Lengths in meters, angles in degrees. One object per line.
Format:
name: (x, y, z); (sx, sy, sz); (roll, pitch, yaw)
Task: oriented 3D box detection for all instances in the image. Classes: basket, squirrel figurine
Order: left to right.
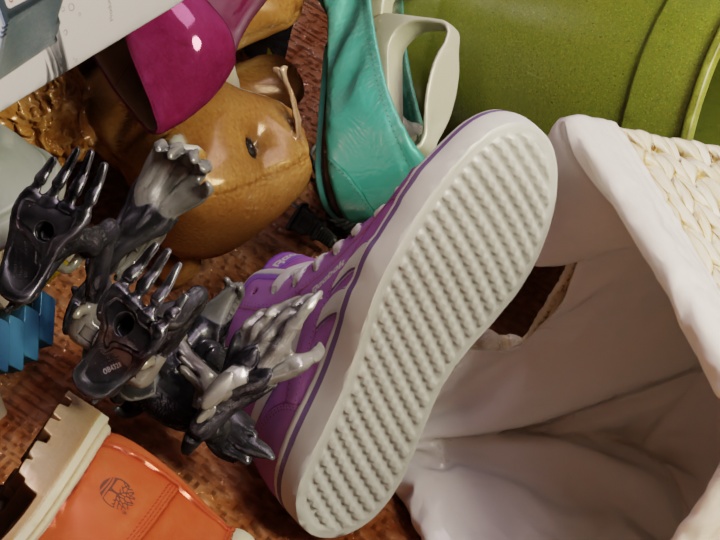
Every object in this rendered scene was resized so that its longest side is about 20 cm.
squirrel figurine: (-0.117, -0.081, 1.256); (0.200, 0.142, 0.187); (-7, 55, -19)
basket: (0.138, 0.072, 1.133); (0.161, 0.198, 0.200); (6, 38, -32)

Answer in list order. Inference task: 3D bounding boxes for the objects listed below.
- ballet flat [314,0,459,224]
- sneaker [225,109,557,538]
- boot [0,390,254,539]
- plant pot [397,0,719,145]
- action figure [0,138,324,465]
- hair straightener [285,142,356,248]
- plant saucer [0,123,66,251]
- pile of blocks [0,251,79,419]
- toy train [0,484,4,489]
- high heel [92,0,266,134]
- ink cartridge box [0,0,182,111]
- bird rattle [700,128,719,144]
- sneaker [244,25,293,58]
ballet flat: (0.012, -0.118, 1.264); (0.070, 0.067, 0.200); (-10, 69, 16)
sneaker: (-0.001, 0.000, 1.135); (0.073, 0.201, 0.114); (16, 24, -38)
boot: (-0.108, 0.144, 0.975); (0.107, 0.075, 0.200); (35, 50, -6)
plant pot: (0.125, -0.093, 1.303); (0.193, 0.201, 0.200); (21, 28, 33)
action figure: (-0.073, 0.015, 1.083); (0.119, 0.102, 0.200); (44, -1, 15)
hair straightener: (0.004, -0.030, 1.314); (0.077, 0.041, 0.200); (19, 35, -11)
plant saucer: (-0.221, -0.036, 1.084); (0.200, 0.050, 0.200); (-8, 20, 3)
pile of blocks: (-0.182, 0.025, 1.124); (0.062, 0.082, 0.200); (-10, 13, 25)
toy train: (-0.080, 0.121, 1.074); (0.200, 0.034, 0.046); (17, 25, -12)
high heel: (-0.139, -0.143, 1.171); (0.200, 0.067, 0.096); (30, 59, 6)
ink cartridge box: (-0.188, -0.113, 1.068); (0.146, 0.086, 0.200); (6, 30, 33)
bird rattle: (0.212, -0.054, 1.462); (0.163, 0.113, 0.200); (23, 20, -25)
sneaker: (-0.081, -0.174, 1.437); (0.081, 0.074, 0.200); (2, 33, -20)
